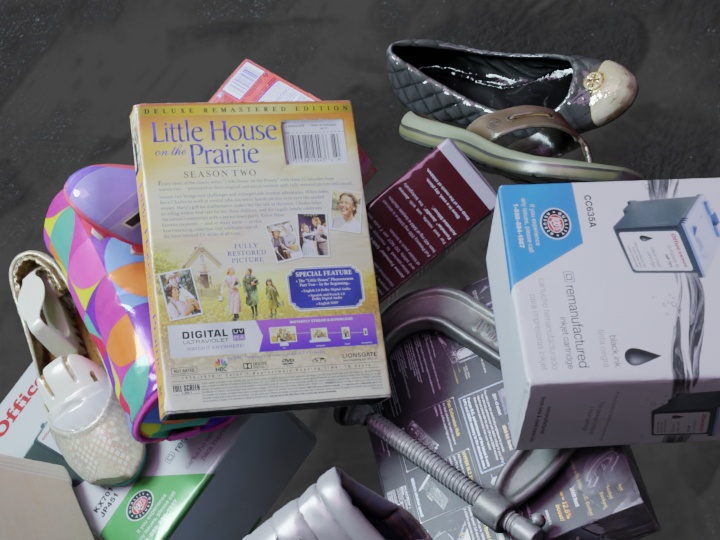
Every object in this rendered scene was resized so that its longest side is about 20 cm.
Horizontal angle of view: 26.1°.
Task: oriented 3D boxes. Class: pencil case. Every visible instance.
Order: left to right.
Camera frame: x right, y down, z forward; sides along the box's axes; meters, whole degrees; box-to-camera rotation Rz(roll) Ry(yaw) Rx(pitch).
[{"bbox_3d":[-0.149,0.025,1.046,0.088,0.088,0.200,-34,54,4],"label":"pencil case"}]

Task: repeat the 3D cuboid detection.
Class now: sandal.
[{"bbox_3d":[0.112,-0.092,1.097,0.201,0.080,0.057,23,90,36],"label":"sandal"}]

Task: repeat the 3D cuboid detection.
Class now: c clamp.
[{"bbox_3d":[0.055,0.100,0.978,0.171,0.027,0.200,-46,53,-6],"label":"c clamp"}]

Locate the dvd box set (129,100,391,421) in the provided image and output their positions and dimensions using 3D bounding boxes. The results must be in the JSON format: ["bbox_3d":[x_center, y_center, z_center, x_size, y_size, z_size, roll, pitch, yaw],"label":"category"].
[{"bbox_3d":[-0.065,-0.010,0.982,0.146,0.029,0.200,-4,76,-19],"label":"dvd box set"}]

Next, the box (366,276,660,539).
[{"bbox_3d":[0.087,0.103,1.011,0.158,0.050,0.200,-24,53,11],"label":"box"}]

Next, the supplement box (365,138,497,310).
[{"bbox_3d":[0.000,0.000,1.073,0.200,0.109,0.061,-40,86,-3],"label":"supplement box"}]

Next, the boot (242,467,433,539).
[{"bbox_3d":[0.024,0.202,0.890,0.096,0.200,0.074,-43,18,12],"label":"boot"}]

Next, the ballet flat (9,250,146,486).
[{"bbox_3d":[-0.204,0.065,1.067,0.067,0.062,0.200,-36,50,7],"label":"ballet flat"}]

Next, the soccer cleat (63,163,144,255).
[{"bbox_3d":[-0.103,-0.048,1.038,0.076,0.200,0.067,-52,45,27],"label":"soccer cleat"}]

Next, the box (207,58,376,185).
[{"bbox_3d":[-0.097,-0.044,1.167,0.103,0.095,0.200,32,79,37],"label":"box"}]

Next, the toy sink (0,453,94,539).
[{"bbox_3d":[-0.250,0.194,1.003,0.130,0.112,0.200,-48,52,18],"label":"toy sink"}]

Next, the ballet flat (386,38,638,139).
[{"bbox_3d":[0.107,-0.137,1.147,0.200,0.057,0.066,7,65,30],"label":"ballet flat"}]

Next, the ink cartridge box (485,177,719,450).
[{"bbox_3d":[0.185,0.024,0.941,0.200,0.086,0.146,-3,56,-3],"label":"ink cartridge box"}]

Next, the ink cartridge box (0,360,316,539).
[{"bbox_3d":[-0.156,0.121,1.101,0.200,0.083,0.147,25,74,37],"label":"ink cartridge box"}]
